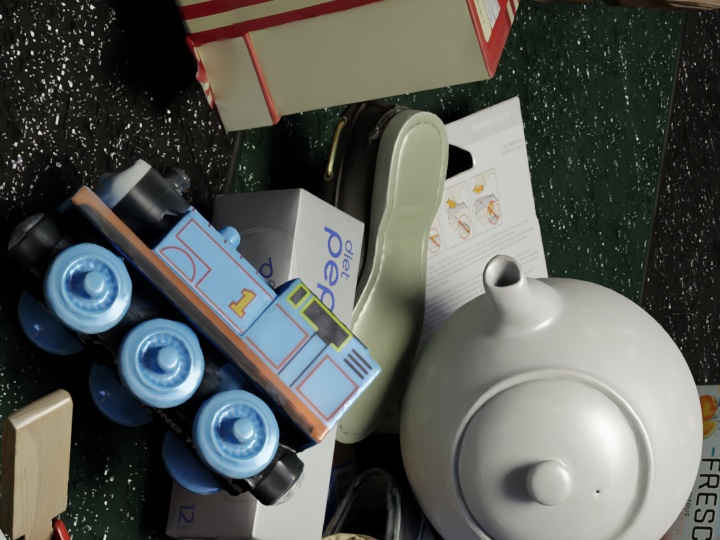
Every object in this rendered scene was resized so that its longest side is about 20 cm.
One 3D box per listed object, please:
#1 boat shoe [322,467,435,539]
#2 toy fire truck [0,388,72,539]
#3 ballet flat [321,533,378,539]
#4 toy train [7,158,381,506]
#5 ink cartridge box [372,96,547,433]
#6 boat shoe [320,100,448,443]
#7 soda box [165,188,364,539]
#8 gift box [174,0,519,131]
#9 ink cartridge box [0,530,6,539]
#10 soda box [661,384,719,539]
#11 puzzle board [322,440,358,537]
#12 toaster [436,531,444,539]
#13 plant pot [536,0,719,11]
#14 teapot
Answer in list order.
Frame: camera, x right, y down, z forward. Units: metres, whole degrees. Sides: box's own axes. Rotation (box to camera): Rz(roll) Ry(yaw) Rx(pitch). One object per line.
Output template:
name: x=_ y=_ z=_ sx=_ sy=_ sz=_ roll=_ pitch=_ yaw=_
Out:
boat shoe: x=-0.011 y=0.202 z=1.378 sx=0.068 sy=0.071 sz=0.200 roll=62 pitch=39 yaw=-36
toy fire truck: x=-0.172 y=0.176 z=1.147 sx=0.176 sy=0.128 sz=0.201 roll=-33 pitch=103 yaw=-51
ballet flat: x=-0.063 y=0.201 z=1.302 sx=0.200 sy=0.067 sz=0.047 roll=-33 pitch=125 yaw=-25
toy train: x=-0.090 y=0.030 z=1.237 sx=0.200 sy=0.087 sz=0.114 roll=45 pitch=66 yaw=-6
ink cartridge box: x=0.051 y=-0.007 z=1.532 sx=0.200 sy=0.043 sz=0.175 roll=-25 pitch=107 yaw=-52
boat shoe: x=0.000 y=0.000 z=1.409 sx=0.072 sy=0.060 sz=0.202 roll=4 pitch=101 yaw=-51
soda box: x=-0.052 y=0.059 z=1.331 sx=0.068 sy=0.063 sz=0.201 roll=28 pitch=65 yaw=-51
gift box: x=-0.026 y=-0.193 z=1.303 sx=0.200 sy=0.186 sz=0.185 roll=-62 pitch=139 yaw=-58
ink cartridge box: x=-0.255 y=0.125 z=0.993 sx=0.145 sy=0.145 sz=0.201 roll=-56 pitch=132 yaw=-40
soda box: x=0.273 y=0.192 z=1.822 sx=0.068 sy=0.063 sz=0.201 roll=32 pitch=63 yaw=-50
puzzle board: x=-0.052 y=0.112 z=1.401 sx=0.150 sy=0.017 sz=0.201 roll=-16 pitch=102 yaw=-56
toaster: x=0.124 y=0.160 z=1.566 sx=0.129 sy=0.113 sz=0.201 roll=-33 pitch=119 yaw=-54
plant pot: x=0.185 y=-0.282 z=1.627 sx=0.200 sy=0.199 sz=0.199 roll=-1 pitch=96 yaw=-55
teapot: x=0.113 y=0.109 z=1.396 sx=0.198 sy=0.199 sz=0.146 roll=-58 pitch=-175 yaw=14
